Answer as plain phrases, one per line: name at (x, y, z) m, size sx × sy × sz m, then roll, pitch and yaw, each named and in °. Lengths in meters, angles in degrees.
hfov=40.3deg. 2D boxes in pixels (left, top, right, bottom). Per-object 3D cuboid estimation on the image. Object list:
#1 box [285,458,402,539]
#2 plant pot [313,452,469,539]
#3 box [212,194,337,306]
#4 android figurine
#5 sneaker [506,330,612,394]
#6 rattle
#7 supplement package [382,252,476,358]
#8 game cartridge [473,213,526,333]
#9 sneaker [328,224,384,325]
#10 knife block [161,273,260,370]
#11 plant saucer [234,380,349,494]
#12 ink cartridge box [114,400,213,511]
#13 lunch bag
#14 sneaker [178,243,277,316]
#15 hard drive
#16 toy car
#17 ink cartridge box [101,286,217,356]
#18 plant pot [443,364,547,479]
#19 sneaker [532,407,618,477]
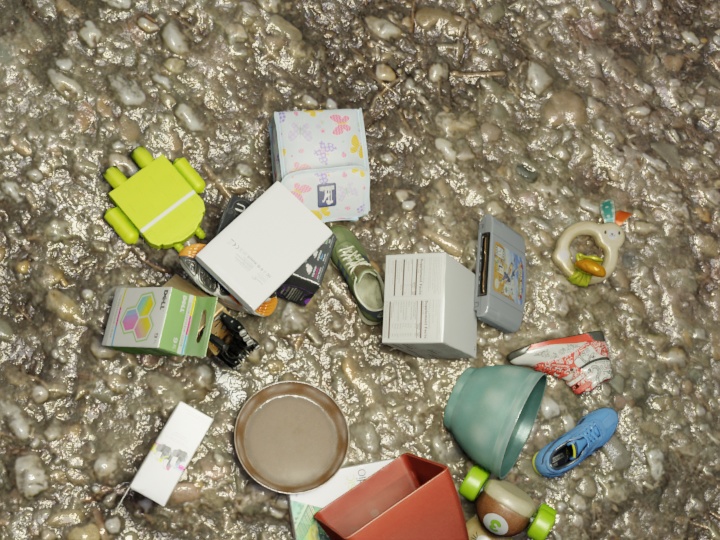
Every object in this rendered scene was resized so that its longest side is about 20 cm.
box at (-0.024, 0.417, 1.711) m, size 0.200 × 0.036 × 0.145 m, roll -8°, pitch 80°, yaw -13°
plant pot at (0.071, 0.439, 1.620) m, size 0.200 × 0.200 × 0.176 m, roll -31°, pitch 97°, yaw -17°
box at (-0.159, -0.033, 1.722) m, size 0.200 × 0.122 × 0.106 m, roll 22°, pitch 65°, yaw -9°
android figurine at (-0.359, -0.120, 1.741) m, size 0.182 × 0.041 × 0.200 m, roll -42°, pitch 90°, yaw -18°
sneaker at (0.379, 0.182, 1.838) m, size 0.201 × 0.067 × 0.108 m, roll -10°, pitch 78°, yaw -18°
rattle at (0.469, -0.069, 1.878) m, size 0.200 × 0.143 × 0.130 m, roll -40°, pitch 71°, yaw -11°
supplement package at (0.126, 0.065, 1.721) m, size 0.111 × 0.200 × 0.156 m, roll -2°, pitch 77°, yaw 22°
game cartridge at (0.263, 0.009, 1.824) m, size 0.133 × 0.041 × 0.200 m, roll 24°, pitch 64°, yaw -42°
sneaker at (0.000, 0.000, 1.774) m, size 0.067 × 0.090 × 0.200 m, roll -24°, pitch 84°, yaw -16°
knife block at (-0.259, 0.082, 1.651) m, size 0.200 × 0.176 × 0.064 m, roll 45°, pitch 72°, yaw -1°
plant saucer at (-0.119, 0.290, 1.699) m, size 0.200 × 0.032 × 0.200 m, roll 4°, pitch 65°, yaw -8°
ink cartridge box at (-0.324, 0.321, 1.619) m, size 0.068 × 0.115 × 0.200 m, roll 31°, pitch 74°, yaw -5°
lunch bag at (-0.072, -0.186, 1.780) m, size 0.169 × 0.127 × 0.200 m, roll -4°, pitch 86°, yaw -12°
sneaker at (-0.243, 0.025, 1.682) m, size 0.200 × 0.092 × 0.076 m, roll 38°, pitch 59°, yaw -33°
hard drive at (-0.160, -0.041, 1.642) m, size 0.132 × 0.025 × 0.200 m, roll 43°, pitch 64°, yaw 2°
toy car at (0.222, 0.467, 1.709) m, size 0.164 × 0.158 × 0.200 m, roll 30°, pitch 90°, yaw 14°
ink cartridge box at (-0.335, 0.085, 1.628) m, size 0.059 × 0.200 × 0.104 m, roll 27°, pitch 68°, yaw -48°
plant pot at (0.230, 0.249, 1.739) m, size 0.134 × 0.200 × 0.200 m, roll 23°, pitch 72°, yaw 21°
sneaker at (0.411, 0.319, 1.812) m, size 0.200 × 0.078 × 0.066 m, roll -30°, pitch 85°, yaw -19°
